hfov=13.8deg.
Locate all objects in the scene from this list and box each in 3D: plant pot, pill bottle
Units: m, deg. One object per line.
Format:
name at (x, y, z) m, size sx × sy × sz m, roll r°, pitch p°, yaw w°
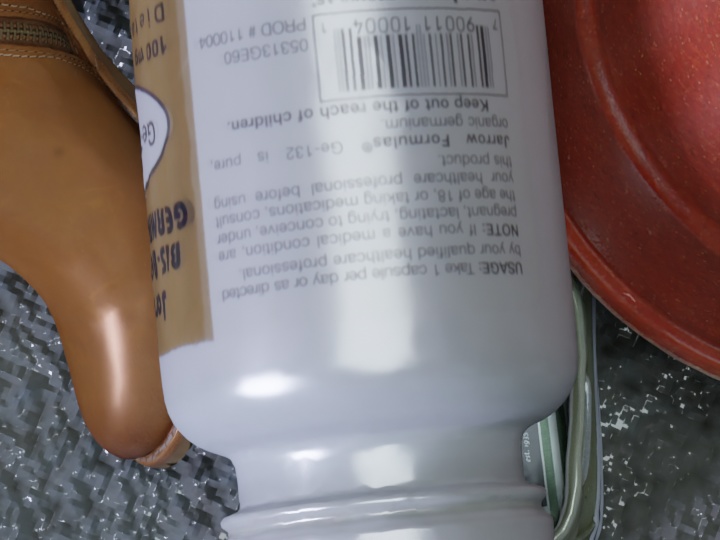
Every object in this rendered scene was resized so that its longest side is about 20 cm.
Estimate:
plant pot at (0.161, -0.087, 0.817) m, size 0.200 × 0.195 × 0.201 m, roll 6°, pitch 69°, yaw -17°
pill bottle at (0.000, 0.000, 0.811) m, size 0.114 × 0.114 × 0.200 m, roll -5°, pitch 83°, yaw -3°

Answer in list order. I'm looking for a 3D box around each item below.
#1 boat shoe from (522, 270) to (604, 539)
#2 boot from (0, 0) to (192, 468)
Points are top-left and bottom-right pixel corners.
boat shoe at (0.043, -0.006, 0.892) m, size 0.072 × 0.062 × 0.200 m, roll -10°, pitch 81°, yaw -4°
boot at (-0.121, -0.031, 0.842) m, size 0.155 × 0.077 × 0.200 m, roll -11°, pitch 103°, yaw -32°
